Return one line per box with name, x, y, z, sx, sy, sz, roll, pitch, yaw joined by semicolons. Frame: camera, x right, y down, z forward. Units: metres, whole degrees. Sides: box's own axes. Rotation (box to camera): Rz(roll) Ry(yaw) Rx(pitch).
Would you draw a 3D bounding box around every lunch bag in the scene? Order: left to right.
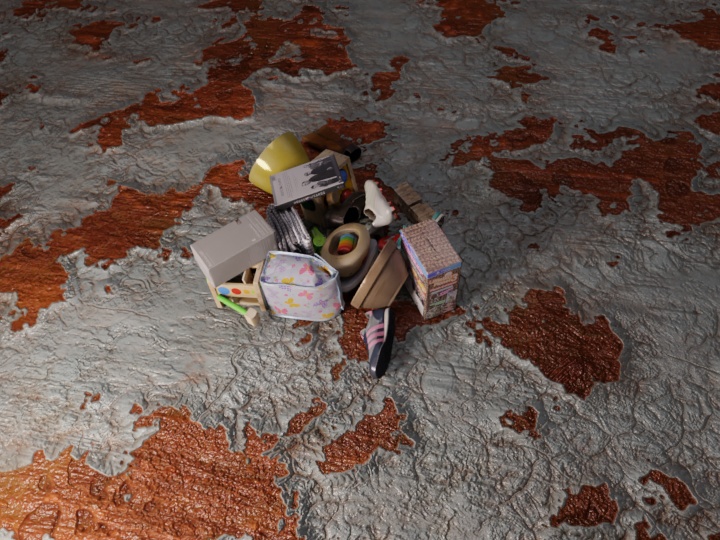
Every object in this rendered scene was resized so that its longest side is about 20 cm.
lunch bag;-0.142;0.042;1.550;0.197;0.170;0.128;7;56;12

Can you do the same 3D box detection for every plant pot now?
plant pot;-0.226;-0.303;1.838;0.142;0.200;0.200;42;62;3
plant pot;0.063;0.026;1.547;0.092;0.201;0.202;31;57;2

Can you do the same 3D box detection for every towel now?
towel;-0.192;-0.075;1.651;0.085;0.167;0.201;-22;52;-10

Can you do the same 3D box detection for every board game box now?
board game box;0.178;-0.001;1.545;0.096;0.201;0.160;-19;53;-12

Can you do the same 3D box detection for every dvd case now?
dvd case;-0.151;-0.248;1.657;0.198;0.025;0.151;-19;44;0

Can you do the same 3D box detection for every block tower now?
block tower;0.169;-0.181;1.782;0.054;0.058;0.200;-26;53;-16

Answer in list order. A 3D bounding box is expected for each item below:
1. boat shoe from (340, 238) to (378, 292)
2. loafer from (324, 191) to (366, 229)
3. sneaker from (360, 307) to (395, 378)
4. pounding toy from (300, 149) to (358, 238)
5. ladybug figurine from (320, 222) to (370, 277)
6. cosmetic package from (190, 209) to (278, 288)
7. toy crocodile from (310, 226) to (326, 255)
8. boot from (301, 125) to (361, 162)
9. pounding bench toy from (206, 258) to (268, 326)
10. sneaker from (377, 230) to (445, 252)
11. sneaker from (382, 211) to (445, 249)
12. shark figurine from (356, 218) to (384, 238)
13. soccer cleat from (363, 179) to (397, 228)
boat shoe;0.000;0.000;1.636;0.070;0.070;0.201;3;42;27
loafer;-0.022;-0.167;1.727;0.071;0.074;0.200;13;37;33
sneaker;0.035;0.184;1.503;0.081;0.071;0.202;-5;47;22
pounding toy;-0.097;-0.214;1.760;0.141;0.185;0.200;25;56;36
ladybug figurine;-0.035;-0.053;1.598;0.134;0.073;0.201;-4;39;19
cosmetic package;-0.324;-0.058;1.535;0.199;0.091;0.107;-32;59;-24
toy crocodile;-0.095;-0.041;1.680;0.061;0.068;0.201;-15;54;-17
boot;-0.126;-0.407;1.971;0.188;0.069;0.199;-38;58;-23
pounding bench toy;-0.331;0.049;1.586;0.154;0.125;0.202;2;52;6
sneaker;0.144;-0.093;1.693;0.197;0.085;0.078;-6;50;-2
sneaker;0.144;-0.095;1.623;0.199;0.077;0.080;-40;75;11
shark figurine;0.031;-0.105;1.721;0.127;0.090;0.214;-4;32;46
soccer cleat;0.037;-0.194;1.693;0.077;0.070;0.201;-25;42;-2
